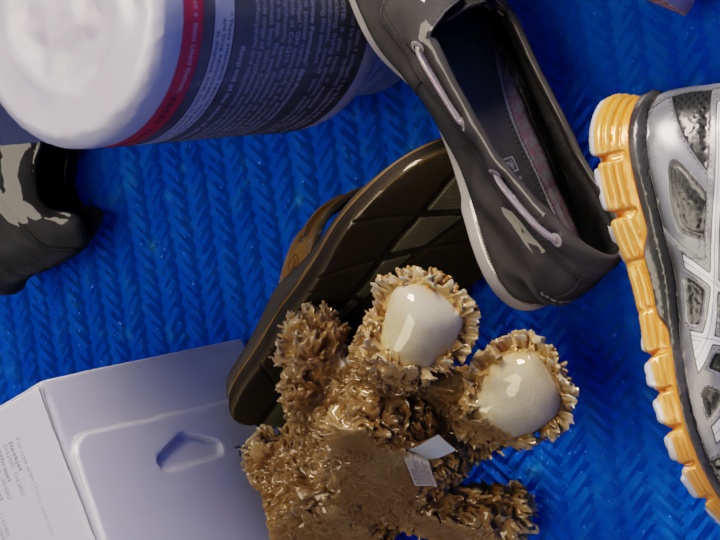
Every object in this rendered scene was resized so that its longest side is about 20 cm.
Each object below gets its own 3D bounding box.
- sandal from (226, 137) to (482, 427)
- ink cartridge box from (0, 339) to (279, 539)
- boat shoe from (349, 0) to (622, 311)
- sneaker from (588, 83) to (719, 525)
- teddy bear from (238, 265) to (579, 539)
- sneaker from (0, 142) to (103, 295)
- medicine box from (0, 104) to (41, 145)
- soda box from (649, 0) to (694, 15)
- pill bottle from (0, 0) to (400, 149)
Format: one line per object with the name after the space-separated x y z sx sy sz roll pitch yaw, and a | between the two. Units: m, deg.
0.000 0.000 0.920 0.200 0.082 0.055 -52 40 36 | sandal
-0.143 0.144 0.996 0.200 0.147 0.146 -30 78 38 | ink cartridge box
0.054 -0.081 0.828 0.057 0.067 0.200 -27 88 51 | boat shoe
0.154 0.018 0.792 0.077 0.078 0.200 -16 93 21 | sneaker
0.021 0.067 0.886 0.145 0.067 0.200 18 139 5 | teddy bear
-0.192 -0.092 1.057 0.091 0.076 0.200 -19 91 29 | sneaker
-0.169 -0.170 0.946 0.103 0.182 0.200 -34 75 37 | medicine box
0.059 -0.178 0.830 0.200 0.068 0.064 29 97 31 | soda box
-0.059 -0.113 0.856 0.111 0.200 0.111 6 100 38 | pill bottle
